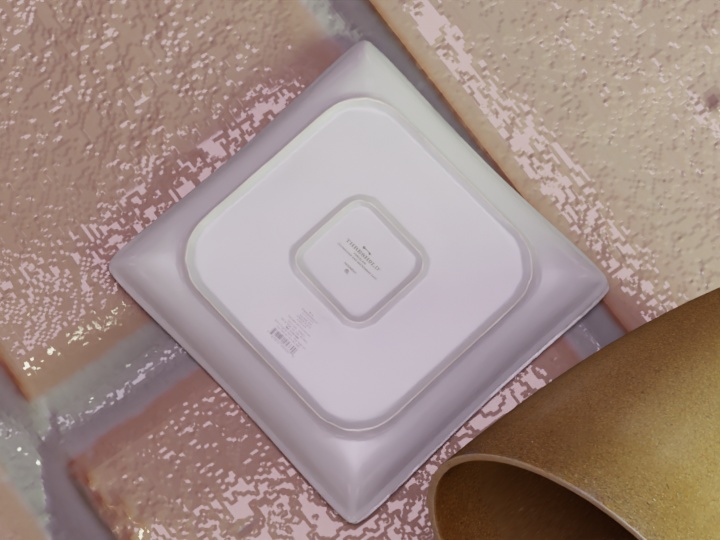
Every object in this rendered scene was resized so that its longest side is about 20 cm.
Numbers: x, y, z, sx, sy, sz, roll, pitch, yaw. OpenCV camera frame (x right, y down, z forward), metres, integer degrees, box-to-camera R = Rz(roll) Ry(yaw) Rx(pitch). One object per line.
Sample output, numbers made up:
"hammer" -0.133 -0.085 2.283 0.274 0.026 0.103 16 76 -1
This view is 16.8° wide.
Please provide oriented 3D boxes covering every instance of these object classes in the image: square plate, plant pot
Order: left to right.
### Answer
"square plate" 0.000 0.000 1.318 0.198 0.028 0.200 -42 79 -14
"plant pot" 0.166 0.100 1.234 0.186 0.186 0.200 40 60 9
